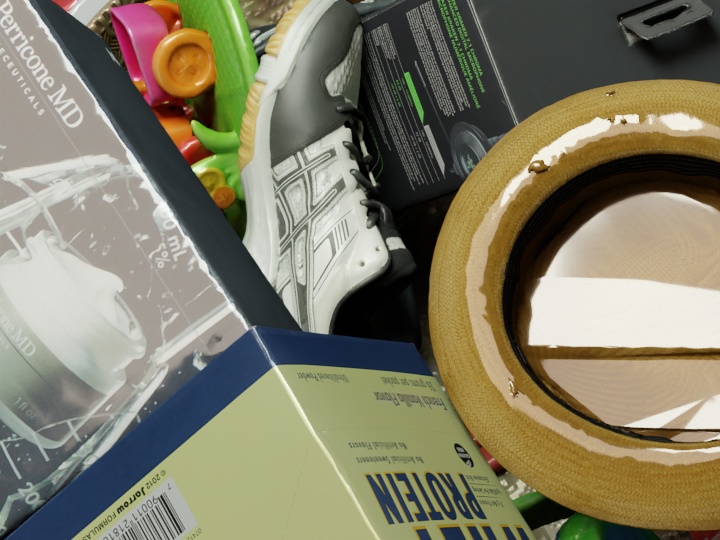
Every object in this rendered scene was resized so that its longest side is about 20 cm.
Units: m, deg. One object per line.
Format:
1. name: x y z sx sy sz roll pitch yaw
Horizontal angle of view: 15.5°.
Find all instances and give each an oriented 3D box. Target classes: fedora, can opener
1. fedora: 0.130 0.018 1.101 0.199 0.082 0.202 -2 79 10
2. can opener: 0.000 0.000 1.304 0.078 0.064 0.200 -2 38 -11

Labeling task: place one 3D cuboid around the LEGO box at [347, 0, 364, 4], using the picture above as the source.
1. LEGO box: 0.026 -0.233 1.377 0.077 0.200 0.149 30 76 37

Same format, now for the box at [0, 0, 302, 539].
1. box: -0.153 0.019 1.129 0.196 0.124 0.200 -37 73 5

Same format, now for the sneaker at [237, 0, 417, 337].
1. sneaker: -0.011 -0.024 1.195 0.087 0.076 0.201 9 90 19

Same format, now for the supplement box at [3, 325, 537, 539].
1. supplement box: -0.028 0.163 1.050 0.200 0.134 0.200 -40 68 21

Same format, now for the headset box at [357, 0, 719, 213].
1. headset box: 0.095 -0.105 1.225 0.173 0.093 0.200 -22 2 -25

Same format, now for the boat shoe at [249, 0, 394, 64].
1. boat shoe: 0.029 -0.107 1.345 0.199 0.060 0.076 -15 96 -5

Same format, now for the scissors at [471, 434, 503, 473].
1. scissors: 0.038 0.098 1.281 0.199 0.014 0.073 -32 54 5

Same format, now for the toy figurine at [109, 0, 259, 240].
1. toy figurine: -0.147 -0.047 1.286 0.183 0.201 0.150 -16 26 -15

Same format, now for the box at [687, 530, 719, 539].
1. box: 0.171 0.030 1.204 0.099 0.096 0.201 -23 53 11

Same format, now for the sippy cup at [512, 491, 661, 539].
1. sippy cup: 0.087 0.188 1.131 0.130 0.140 0.178 -35 12 15

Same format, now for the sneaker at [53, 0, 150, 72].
1. sneaker: -0.202 -0.100 1.377 0.200 0.071 0.112 -44 55 -15
